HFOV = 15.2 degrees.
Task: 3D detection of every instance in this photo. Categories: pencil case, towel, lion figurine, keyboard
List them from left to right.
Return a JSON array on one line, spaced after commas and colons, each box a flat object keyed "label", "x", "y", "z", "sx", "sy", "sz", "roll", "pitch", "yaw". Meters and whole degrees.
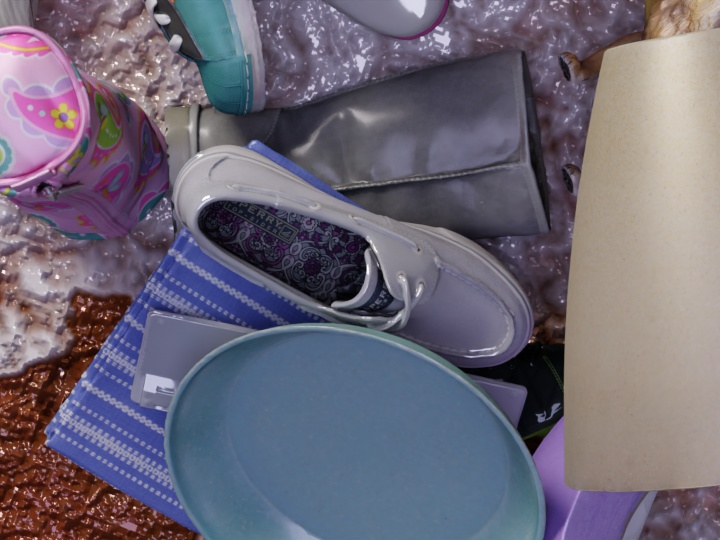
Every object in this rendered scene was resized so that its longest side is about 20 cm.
[{"label": "pencil case", "x": -0.155, "y": -0.064, "z": 1.371, "sx": 0.087, "sy": 0.200, "sz": 0.088, "roll": -1, "pitch": 84, "yaw": 7}, {"label": "towel", "x": -0.056, "y": 0.045, "z": 1.411, "sx": 0.145, "sy": 0.024, "sz": 0.200, "roll": 31, "pitch": 107, "yaw": -15}, {"label": "keyboard", "x": -0.017, "y": 0.064, "z": 1.395, "sx": 0.199, "sy": 0.011, "sz": 0.056, "roll": 12, "pitch": 112, "yaw": -5}, {"label": "lion figurine", "x": 0.168, "y": -0.077, "z": 1.384, "sx": 0.122, "sy": 0.200, "sz": 0.073, "roll": -21, "pitch": 56, "yaw": -13}]

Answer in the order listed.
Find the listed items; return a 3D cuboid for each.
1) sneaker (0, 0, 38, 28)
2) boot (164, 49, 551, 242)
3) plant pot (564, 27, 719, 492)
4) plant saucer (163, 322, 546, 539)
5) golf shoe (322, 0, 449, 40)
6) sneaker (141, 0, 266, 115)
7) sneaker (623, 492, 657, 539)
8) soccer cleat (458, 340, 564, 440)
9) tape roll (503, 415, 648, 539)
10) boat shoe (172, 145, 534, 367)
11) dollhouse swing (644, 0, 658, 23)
[{"label": "sneaker", "x": -0.194, "y": -0.181, "z": 1.425, "sx": 0.072, "sy": 0.072, "sz": 0.201, "roll": 14, "pitch": 93, "yaw": -41}, {"label": "boot", "x": 0.001, "y": -0.020, "z": 1.436, "sx": 0.199, "sy": 0.073, "sz": 0.182, "roll": -5, "pitch": 102, "yaw": 1}, {"label": "plant pot", "x": 0.173, "y": -0.011, "z": 1.258, "sx": 0.187, "sy": 0.187, "sz": 0.201, "roll": -8, "pitch": 92, "yaw": 8}, {"label": "plant saucer", "x": 0.000, "y": 0.097, "z": 1.364, "sx": 0.199, "sy": 0.036, "sz": 0.200, "roll": 10, "pitch": 129, "yaw": 12}, {"label": "golf shoe", "x": -0.029, "y": -0.197, "z": 1.387, "sx": 0.075, "sy": 0.092, "sz": 0.200, "roll": -39, "pitch": 96, "yaw": 10}, {"label": "sneaker", "x": -0.109, "y": -0.169, "z": 1.396, "sx": 0.080, "sy": 0.071, "sz": 0.201, "roll": -20, "pitch": 92, "yaw": -6}, {"label": "sneaker", "x": 0.128, "y": 0.191, "z": 1.463, "sx": 0.115, "sy": 0.074, "sz": 0.200, "roll": 32, "pitch": 92, "yaw": -21}, {"label": "soccer cleat", "x": 0.053, "y": 0.062, "z": 1.441, "sx": 0.200, "sy": 0.068, "sz": 0.081, "roll": -19, "pitch": 98, "yaw": 13}, {"label": "tape roll", "x": 0.176, "y": 0.151, "z": 1.399, "sx": 0.200, "sy": 0.066, "sz": 0.201, "roll": -3, "pitch": 98, "yaw": -23}, {"label": "boat shoe", "x": 0.000, "y": 0.000, "z": 1.347, "sx": 0.200, "sy": 0.069, "sz": 0.072, "roll": 31, "pitch": 106, "yaw": -16}, {"label": "dollhouse swing", "x": 0.227, "y": -0.223, "z": 1.381, "sx": 0.199, "sy": 0.176, "sz": 0.182, "roll": -3, "pitch": 59, "yaw": 8}]
